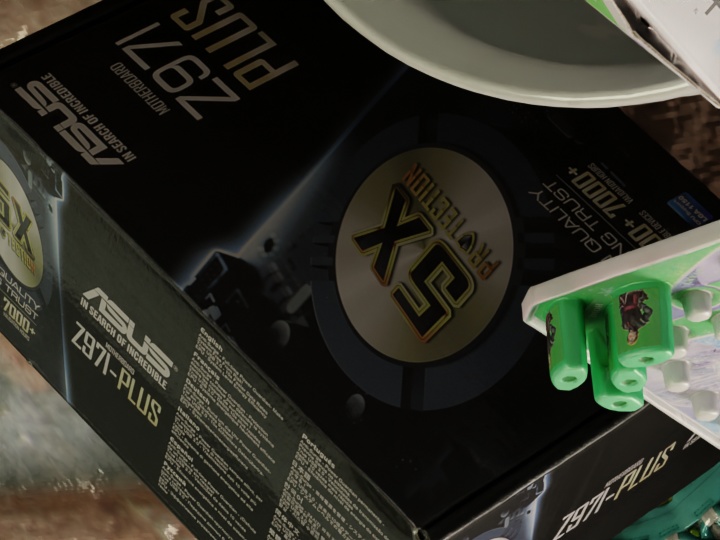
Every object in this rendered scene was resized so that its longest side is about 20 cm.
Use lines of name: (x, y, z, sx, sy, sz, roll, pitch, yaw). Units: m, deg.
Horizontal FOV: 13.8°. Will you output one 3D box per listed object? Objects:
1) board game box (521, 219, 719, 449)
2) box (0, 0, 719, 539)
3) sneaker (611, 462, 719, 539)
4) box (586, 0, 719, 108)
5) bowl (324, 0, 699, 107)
board game box: (0.176, 0.023, 0.773, 0.200, 0.026, 0.200, -20, 148, 29)
box: (0.000, 0.000, 0.873, 0.200, 0.164, 0.086, 45, 143, 22)
sneaker: (0.116, 0.088, 0.961, 0.078, 0.080, 0.200, 51, 143, 10)
box: (0.054, -0.167, 0.624, 0.200, 0.176, 0.097, 45, -175, 29)
bowl: (0.078, -0.122, 0.703, 0.201, 0.201, 0.090, 14, 172, 29)
